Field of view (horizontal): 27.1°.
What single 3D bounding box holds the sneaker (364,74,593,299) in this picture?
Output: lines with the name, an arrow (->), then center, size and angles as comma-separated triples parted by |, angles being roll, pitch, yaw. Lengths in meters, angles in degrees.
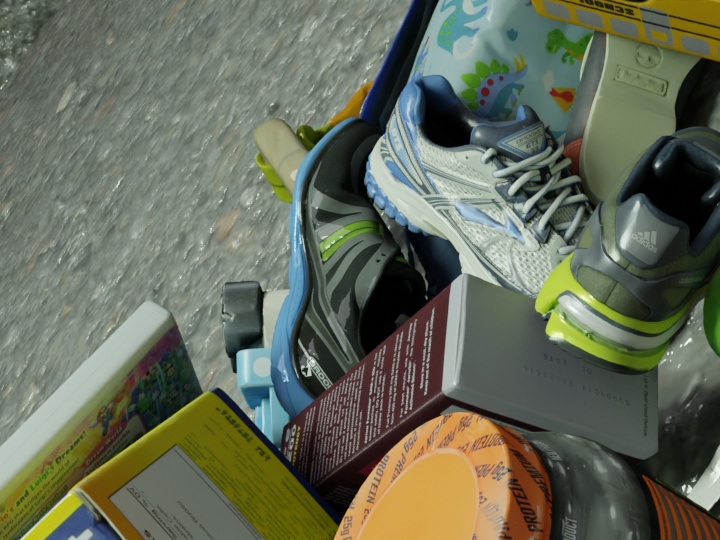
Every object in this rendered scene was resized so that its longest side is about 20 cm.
sneaker -> 0.081, -0.037, 0.788 | 0.200, 0.077, 0.085 | 36, 131, 30

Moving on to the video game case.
video game case -> -0.150, 0.139, 0.785 | 0.024, 0.182, 0.200 | 28, 61, 28

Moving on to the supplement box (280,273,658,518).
supplement box -> 0.045, 0.082, 0.733 | 0.200, 0.109, 0.061 | -43, 33, 51

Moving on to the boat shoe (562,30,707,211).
boat shoe -> 0.160, -0.111, 0.850 | 0.063, 0.071, 0.200 | 115, 174, -71

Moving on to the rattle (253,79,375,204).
rattle -> 0.005, -0.067, 1.048 | 0.142, 0.131, 0.200 | -17, 5, -6

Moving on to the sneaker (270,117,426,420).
sneaker -> 0.000, 0.000, 0.860 | 0.082, 0.071, 0.200 | -6, 54, 16

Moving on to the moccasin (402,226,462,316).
moccasin -> 0.060, 0.018, 0.868 | 0.068, 0.080, 0.200 | -57, 23, 12

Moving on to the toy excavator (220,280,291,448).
toy excavator -> -0.030, 0.101, 0.903 | 0.194, 0.100, 0.201 | 91, 175, -78

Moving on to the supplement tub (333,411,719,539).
supplement tub -> 0.091, 0.136, 0.523 | 0.122, 0.200, 0.123 | -43, 28, 29

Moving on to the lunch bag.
lunch bag -> 0.083, -0.134, 0.963 | 0.170, 0.127, 0.200 | -66, 14, -13

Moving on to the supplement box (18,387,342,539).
supplement box -> -0.089, 0.142, 0.649 | 0.110, 0.109, 0.200 | -43, -2, 12

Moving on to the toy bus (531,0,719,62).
toy bus -> 0.185, -0.150, 0.766 | 0.200, 0.078, 0.065 | 19, 74, 25

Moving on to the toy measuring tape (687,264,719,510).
toy measuring tape -> 0.162, 0.048, 0.653 | 0.200, 0.073, 0.074 | -53, 25, 10

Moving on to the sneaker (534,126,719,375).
sneaker -> 0.150, -0.027, 0.689 | 0.200, 0.074, 0.081 | -47, -13, -54
